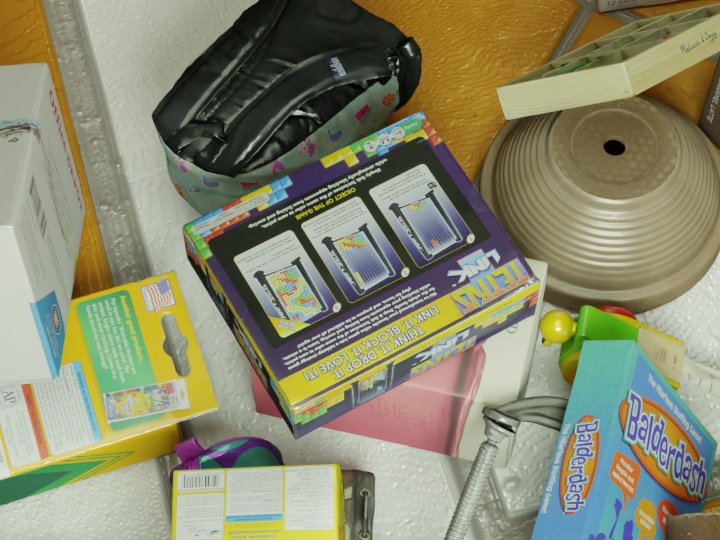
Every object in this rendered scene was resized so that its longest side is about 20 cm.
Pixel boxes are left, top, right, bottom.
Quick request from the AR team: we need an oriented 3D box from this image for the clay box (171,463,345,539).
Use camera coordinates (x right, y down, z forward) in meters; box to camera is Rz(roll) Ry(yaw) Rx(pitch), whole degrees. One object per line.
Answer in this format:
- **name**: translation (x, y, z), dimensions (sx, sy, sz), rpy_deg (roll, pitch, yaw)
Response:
- **clay box**: translation (-0.067, 0.230, 1.237), dimensions (0.114, 0.048, 0.201), rpy_deg (-3, 65, 5)

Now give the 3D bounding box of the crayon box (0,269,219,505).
- **crayon box**: translation (-0.215, 0.090, 1.410), dimensions (0.199, 0.052, 0.126), rpy_deg (-17, 63, -8)

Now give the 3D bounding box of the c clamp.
- **c clamp**: translation (0.091, 0.172, 1.306), dimensions (0.170, 0.027, 0.201), rpy_deg (28, 87, -31)

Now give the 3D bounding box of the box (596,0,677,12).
- **box**: translation (0.244, -0.316, 1.539), dimensions (0.112, 0.200, 0.102), rpy_deg (-8, 62, -4)

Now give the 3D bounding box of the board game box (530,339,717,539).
- **board game box**: translation (0.181, 0.172, 1.308), dimensions (0.045, 0.152, 0.201), rpy_deg (-4, 56, 36)

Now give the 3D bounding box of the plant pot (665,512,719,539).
- **plant pot**: translation (0.287, 0.275, 1.252), dimensions (0.186, 0.187, 0.201), rpy_deg (7, 77, 4)

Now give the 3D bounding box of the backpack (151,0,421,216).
- **backpack**: translation (-0.065, -0.126, 1.483), dimensions (0.167, 0.127, 0.200), rpy_deg (33, 67, 29)

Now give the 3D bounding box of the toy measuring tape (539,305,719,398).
- **toy measuring tape**: translation (0.214, 0.078, 1.410), dimensions (0.199, 0.074, 0.074), rpy_deg (24, 61, -19)

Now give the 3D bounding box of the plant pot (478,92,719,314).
- **plant pot**: translation (0.192, -0.073, 1.472), dimensions (0.200, 0.093, 0.202), rpy_deg (-1, 62, 1)

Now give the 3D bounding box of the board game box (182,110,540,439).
- **board game box**: translation (0.000, 0.000, 1.331), dimensions (0.199, 0.057, 0.166), rpy_deg (-26, 66, -14)

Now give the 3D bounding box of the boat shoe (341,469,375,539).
- **boat shoe**: translation (-0.001, 0.229, 1.321), dimensions (0.064, 0.073, 0.201), rpy_deg (-9, 67, -5)

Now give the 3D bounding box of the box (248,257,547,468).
- **box**: translation (0.028, 0.050, 1.397), dimensions (0.199, 0.109, 0.128), rpy_deg (11, 62, 7)

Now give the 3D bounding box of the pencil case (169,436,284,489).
- **pencil case**: translation (-0.082, 0.220, 1.317), dimensions (0.085, 0.092, 0.201), rpy_deg (-31, 56, 30)

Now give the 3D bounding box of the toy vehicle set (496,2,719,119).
- **toy vehicle set**: translation (0.213, -0.167, 1.469), dimensions (0.200, 0.124, 0.027), rpy_deg (-29, 105, -44)

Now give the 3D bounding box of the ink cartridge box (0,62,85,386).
- **ink cartridge box**: translation (-0.294, -0.033, 1.384), dimensions (0.145, 0.147, 0.200), rpy_deg (-5, 40, 4)

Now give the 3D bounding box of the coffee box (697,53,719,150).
- **coffee box**: translation (0.377, -0.168, 1.509), dimensions (0.200, 0.115, 0.080), rpy_deg (-34, 67, -15)
